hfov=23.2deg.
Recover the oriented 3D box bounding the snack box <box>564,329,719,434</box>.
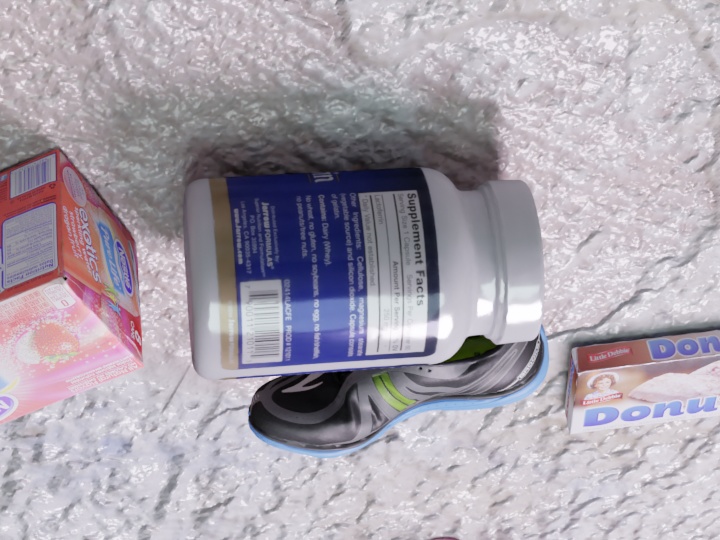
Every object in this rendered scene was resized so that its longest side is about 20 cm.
[{"bbox_3d":[0.241,0.071,1.203,0.199,0.024,0.072,-7,140,-4],"label":"snack box"}]

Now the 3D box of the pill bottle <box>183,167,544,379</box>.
[{"bbox_3d":[0.000,0.000,1.009,0.199,0.116,0.116,-3,138,-8],"label":"pill bottle"}]

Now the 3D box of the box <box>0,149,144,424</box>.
[{"bbox_3d":[-0.233,0.029,1.006,0.199,0.103,0.095,-22,137,12],"label":"box"}]

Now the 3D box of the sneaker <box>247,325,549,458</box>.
[{"bbox_3d":[0.021,0.060,1.121,0.198,0.071,0.083,-16,133,-1],"label":"sneaker"}]
